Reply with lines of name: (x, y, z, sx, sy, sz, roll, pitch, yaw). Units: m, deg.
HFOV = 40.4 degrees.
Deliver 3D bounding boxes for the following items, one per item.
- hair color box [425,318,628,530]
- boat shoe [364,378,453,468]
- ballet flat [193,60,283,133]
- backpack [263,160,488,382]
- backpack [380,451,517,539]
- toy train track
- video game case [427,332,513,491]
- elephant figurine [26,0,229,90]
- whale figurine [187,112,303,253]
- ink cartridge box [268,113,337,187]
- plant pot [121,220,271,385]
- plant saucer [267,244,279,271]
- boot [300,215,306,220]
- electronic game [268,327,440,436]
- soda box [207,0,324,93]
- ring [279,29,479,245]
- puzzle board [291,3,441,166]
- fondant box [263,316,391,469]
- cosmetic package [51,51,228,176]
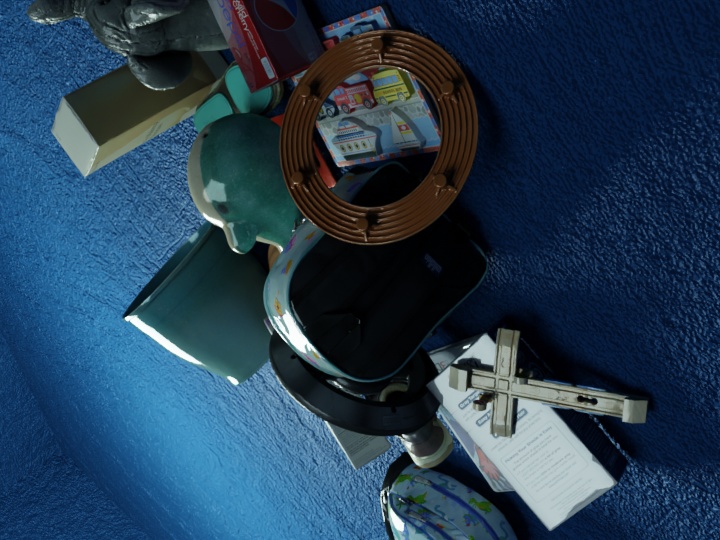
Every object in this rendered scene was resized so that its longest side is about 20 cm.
hair color box: (0.175, 0.161, 1.030, 0.200, 0.060, 0.100, 49, 118, 7)
boat shoe: (0.049, 0.165, 1.210, 0.065, 0.072, 0.200, 60, 175, -32)
ballet flat: (-0.128, -0.202, 1.116, 0.071, 0.071, 0.200, 57, 148, -8)
backpack: (0.000, 0.010, 0.990, 0.176, 0.200, 0.153, 47, 155, -21)
backpack: (0.120, 0.352, 1.305, 0.199, 0.154, 0.164, 7, 122, 37)
toy train track: (0.180, 0.123, 0.965, 0.199, 0.033, 0.115, 8, 105, 23)
video game case: (0.156, 0.173, 1.152, 0.200, 0.023, 0.182, 55, 152, -3)
elephant figurine: (-0.216, -0.264, 1.034, 0.155, 0.200, 0.142, 7, 128, 53)
whale figurine: (-0.098, -0.085, 1.079, 0.103, 0.160, 0.200, -14, 132, 35)
ink cartridge box: (-0.115, -0.124, 1.198, 0.200, 0.050, 0.109, -7, 115, 59)
plant pot: (-0.203, 0.055, 1.399, 0.188, 0.200, 0.200, 43, 154, -12)
plant saucer: (-0.058, 0.038, 1.313, 0.200, 0.032, 0.201, 37, 148, 29)
boot: (0.000, 0.000, 1.120, 0.073, 0.090, 0.201, 7, 127, 53)
electronic game: (-0.004, 0.105, 1.069, 0.200, 0.200, 0.042, 39, 125, 25)
soda box: (-0.113, -0.286, 0.977, 0.063, 0.070, 0.201, -8, 109, 57)
ring: (0.011, -0.124, 0.896, 0.200, 0.201, 0.019, 41, -169, 21)
puzzle board: (-0.004, -0.180, 1.005, 0.200, 0.017, 0.151, 1, 122, 56)
fondant box: (-0.046, 0.144, 1.270, 0.201, 0.058, 0.144, 61, 173, -12)
cosmetic package: (-0.261, -0.203, 1.170, 0.071, 0.200, 0.105, 54, 152, -2)
